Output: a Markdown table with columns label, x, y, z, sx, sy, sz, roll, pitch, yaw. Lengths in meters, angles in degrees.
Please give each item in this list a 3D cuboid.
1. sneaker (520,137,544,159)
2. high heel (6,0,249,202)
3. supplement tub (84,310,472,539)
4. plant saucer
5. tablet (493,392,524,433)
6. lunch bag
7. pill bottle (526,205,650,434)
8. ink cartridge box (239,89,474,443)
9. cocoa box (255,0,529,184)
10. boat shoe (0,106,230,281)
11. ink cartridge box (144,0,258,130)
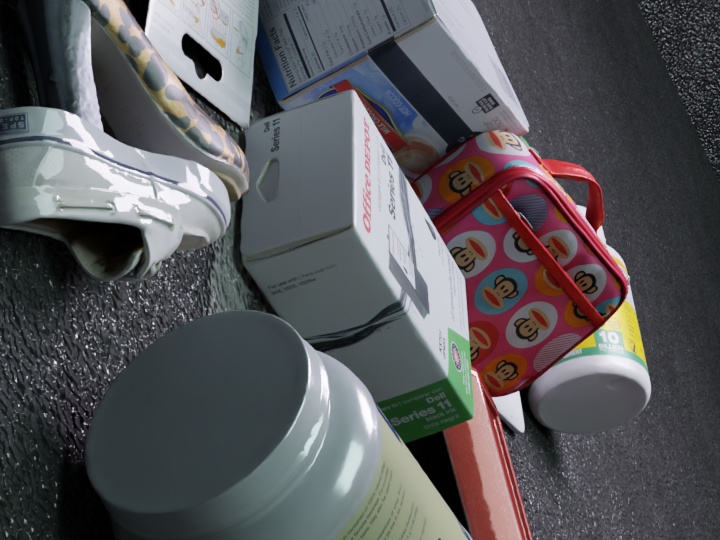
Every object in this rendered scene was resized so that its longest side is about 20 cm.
| label | x | y | z | sx | sy | sz | roll | pitch | yaw |
| --- | --- | --- | --- | --- | --- | --- | --- | --- | --- |
| sneaker | 0.168 | -0.073 | 2.049 | 0.200 | 0.078 | 0.085 | 56 | 21 | -38 |
| high heel | -0.123 | -0.114 | 1.188 | 0.200 | 0.071 | 0.143 | 21 | 54 | -61 |
| supplement tub | -0.036 | 0.129 | 1.061 | 0.145 | 0.145 | 0.200 | -92 | 156 | -46 |
| plant saucer | 0.098 | 0.166 | 1.563 | 0.200 | 0.037 | 0.200 | 56 | 19 | -74 |
| tablet | 0.093 | 0.048 | 1.789 | 0.200 | 0.014 | 0.130 | 46 | 29 | -55 |
| lunch bag | 0.112 | -0.011 | 1.606 | 0.200 | 0.176 | 0.082 | 46 | 9 | -42 |
| pill bottle | 0.199 | 0.041 | 1.958 | 0.113 | 0.113 | 0.200 | 51 | 26 | -48 |
| ink cartridge box | 0.000 | 0.000 | 1.425 | 0.147 | 0.083 | 0.200 | -91 | 156 | -46 |
| cocoa box | 0.014 | -0.161 | 1.548 | 0.200 | 0.131 | 0.134 | 41 | 24 | -58 |
| boat shoe | -0.128 | -0.026 | 1.087 | 0.200 | 0.071 | 0.070 | 27 | 56 | -64 |
| ink cartridge box | -0.118 | -0.210 | 1.395 | 0.162 | 0.050 | 0.200 | 36 | 55 | -63 |
